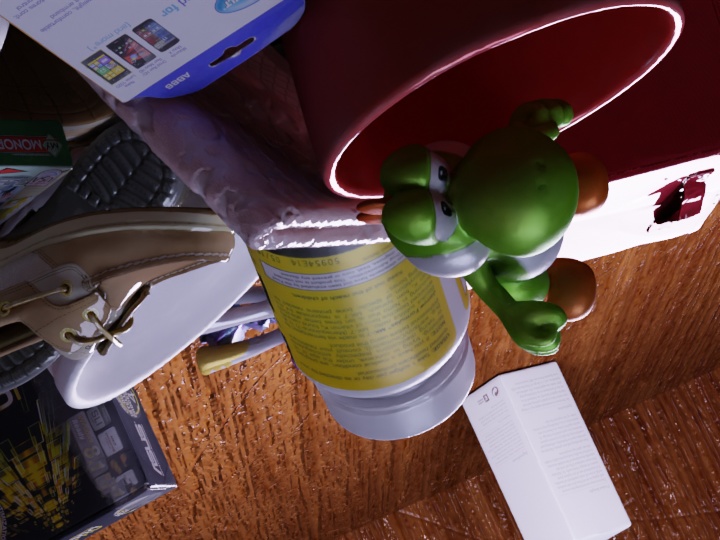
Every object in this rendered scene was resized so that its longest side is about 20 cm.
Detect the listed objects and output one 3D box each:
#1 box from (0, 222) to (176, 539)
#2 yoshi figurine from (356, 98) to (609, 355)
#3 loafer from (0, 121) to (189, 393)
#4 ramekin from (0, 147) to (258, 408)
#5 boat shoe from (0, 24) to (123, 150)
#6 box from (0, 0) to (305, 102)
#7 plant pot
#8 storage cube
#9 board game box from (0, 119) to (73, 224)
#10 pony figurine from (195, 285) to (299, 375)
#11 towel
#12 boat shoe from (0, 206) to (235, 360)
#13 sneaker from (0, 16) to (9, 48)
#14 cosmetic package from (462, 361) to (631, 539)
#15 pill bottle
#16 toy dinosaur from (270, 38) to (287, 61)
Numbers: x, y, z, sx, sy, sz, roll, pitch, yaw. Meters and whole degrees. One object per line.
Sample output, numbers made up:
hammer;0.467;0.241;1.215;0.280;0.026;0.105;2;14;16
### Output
box;-0.227;0.086;1.762;0.161;0.201;0.049;-28;168;17
yoshi figurine;0.080;-0.026;1.348;0.112;0.112;0.200;-45;159;13
loafer;-0.155;-0.006;1.496;0.200;0.075;0.070;-41;175;23
ramekin;-0.132;-0.019;1.655;0.200;0.098;0.201;-42;169;-10
boat shoe;-0.164;-0.092;1.469;0.200;0.074;0.069;-10;155;-49
box;-0.113;-0.152;1.247;0.119;0.042;0.200;-30;143;21
plant pot;0.037;-0.158;1.349;0.200;0.178;0.200;-23;167;-6
storage cube;0.115;-0.109;1.653;0.179;0.201;0.171;-14;165;-14
board game box;-0.257;-0.034;1.340;0.199;0.029;0.134;-2;156;-46
pony figurine;-0.035;0.026;2.041;0.199;0.167;0.193;-11;161;11
towel;-0.070;-0.087;1.408;0.032;0.200;0.191;-53;160;19
boat shoe;-0.145;0.012;1.380;0.199;0.067;0.074;-13;169;31
sneaker;-0.261;-0.092;1.303;0.200;0.074;0.115;-33;167;37
cosmetic package;0.202;0.209;2.985;0.101;0.201;0.071;-10;160;-45
pill bottle;0.000;0.000;1.580;0.114;0.114;0.200;-24;135;-4
toy dinosaur;-0.018;-0.145;1.529;0.199;0.048;0.088;-16;-150;37
